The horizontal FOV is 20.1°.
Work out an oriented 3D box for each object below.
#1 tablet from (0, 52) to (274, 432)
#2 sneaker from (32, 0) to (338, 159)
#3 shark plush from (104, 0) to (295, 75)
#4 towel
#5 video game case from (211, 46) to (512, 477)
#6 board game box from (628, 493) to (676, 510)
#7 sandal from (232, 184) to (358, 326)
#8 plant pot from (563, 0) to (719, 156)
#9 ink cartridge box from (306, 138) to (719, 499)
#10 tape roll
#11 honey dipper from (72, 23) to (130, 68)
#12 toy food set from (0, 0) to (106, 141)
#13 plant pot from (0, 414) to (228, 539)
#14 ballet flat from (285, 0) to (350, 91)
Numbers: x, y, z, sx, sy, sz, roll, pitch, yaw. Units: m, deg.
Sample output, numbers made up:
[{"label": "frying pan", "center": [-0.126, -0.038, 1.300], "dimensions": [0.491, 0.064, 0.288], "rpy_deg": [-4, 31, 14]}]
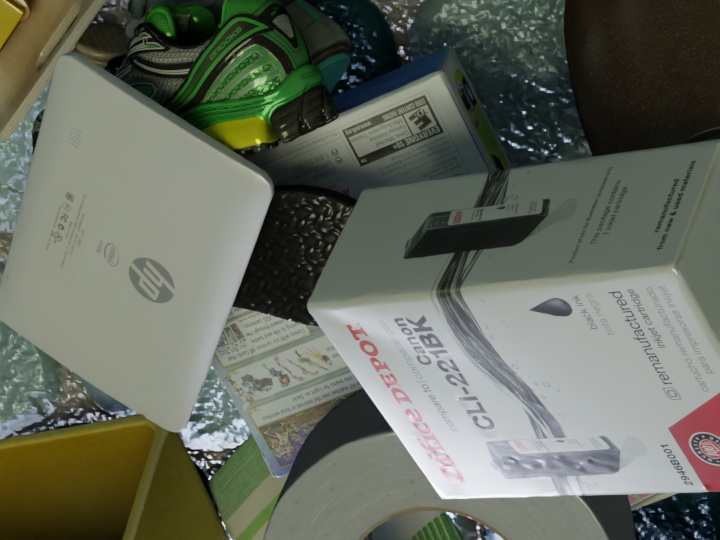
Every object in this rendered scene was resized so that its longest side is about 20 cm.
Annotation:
[{"label": "tablet", "center": [-0.123, -0.009, 1.061], "dimensions": [0.130, 0.014, 0.201], "rpy_deg": [32, 135, 9]}, {"label": "sneaker", "center": [-0.098, -0.094, 1.057], "dimensions": [0.199, 0.078, 0.086], "rpy_deg": [-13, 98, 39]}, {"label": "shark plush", "center": [-0.084, -0.129, 1.074], "dimensions": [0.083, 0.091, 0.200], "rpy_deg": [44, 115, 2]}, {"label": "towel", "center": [-0.005, 0.170, 1.236], "dimensions": [0.153, 0.023, 0.201], "rpy_deg": [-46, 63, 30]}, {"label": "video game case", "center": [0.000, 0.000, 1.106], "dimensions": [0.199, 0.046, 0.182], "rpy_deg": [-21, 109, 21]}, {"label": "board game box", "center": [0.202, 0.059, 1.154], "dimensions": [0.199, 0.041, 0.153], "rpy_deg": [-24, 140, 23]}, {"label": "sandal", "center": [-0.059, -0.013, 1.069], "dimensions": [0.199, 0.045, 0.076], "rpy_deg": [1, 111, 28]}, {"label": "plant pot", "center": [0.187, -0.077, 1.011], "dimensions": [0.185, 0.200, 0.188], "rpy_deg": [5, 123, 7]}, {"label": "ink cartridge box", "center": [0.097, 0.029, 0.941], "dimensions": [0.199, 0.084, 0.145], "rpy_deg": [-6, 132, 38]}, {"label": "tape roll", "center": [0.048, 0.158, 1.109], "dimensions": [0.199, 0.066, 0.202], "rpy_deg": [5, 117, 11]}, {"label": "honey dipper", "center": [-0.154, -0.047, 1.189], "dimensions": [0.038, 0.038, 0.201], "rpy_deg": [11, 124, 3]}, {"label": "toy food set", "center": [-0.242, -0.175, 1.110], "dimensions": [0.199, 0.061, 0.144], "rpy_deg": [34, 121, -11]}, {"label": "plant pot", "center": [-0.179, 0.237, 1.282], "dimensions": [0.193, 0.196, 0.200], "rpy_deg": [-11, 132, 23]}, {"label": "ballet flat", "center": [-0.073, -0.073, 1.153], "dimensions": [0.064, 0.067, 0.200], "rpy_deg": [43, 122, 15]}]
